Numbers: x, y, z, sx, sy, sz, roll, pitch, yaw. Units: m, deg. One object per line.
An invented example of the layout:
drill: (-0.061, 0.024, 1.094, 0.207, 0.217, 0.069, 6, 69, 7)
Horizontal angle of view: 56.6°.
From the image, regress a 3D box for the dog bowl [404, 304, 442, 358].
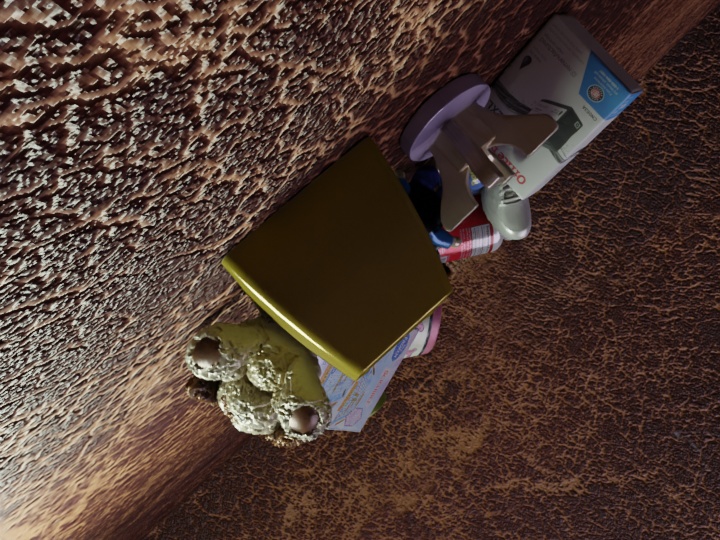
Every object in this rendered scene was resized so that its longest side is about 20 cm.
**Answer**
dog bowl: (0.096, 0.072, 1.269, 0.073, 0.203, 0.200, 4, 159, -11)

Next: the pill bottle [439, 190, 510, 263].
pill bottle: (0.184, -0.080, 1.196, 0.197, 0.114, 0.112, -13, 168, -6)

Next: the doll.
doll: (0.091, -0.085, 0.922, 0.048, 0.137, 0.200, -34, -170, 33)

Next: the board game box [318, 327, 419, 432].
board game box: (-0.023, 0.149, 1.025, 0.199, 0.041, 0.201, 22, 101, -50)

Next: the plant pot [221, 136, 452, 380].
plant pot: (-0.009, 0.010, 0.750, 0.200, 0.177, 0.200, -41, 173, -9)

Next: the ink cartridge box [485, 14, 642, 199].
ink cartridge box: (0.253, -0.221, 0.916, 0.200, 0.145, 0.083, -47, 170, 35)

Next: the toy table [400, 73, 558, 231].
toy table: (0.136, -0.151, 0.825, 0.184, 0.117, 0.200, -46, 172, 32)

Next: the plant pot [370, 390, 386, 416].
plant pot: (-0.041, 0.211, 1.393, 0.199, 0.195, 0.201, -27, -169, 6)

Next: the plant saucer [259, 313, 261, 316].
plant saucer: (-0.089, 0.088, 0.996, 0.199, 0.032, 0.203, -26, 127, -40)

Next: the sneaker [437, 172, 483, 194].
sneaker: (0.157, -0.154, 1.087, 0.081, 0.075, 0.200, -22, 179, -1)

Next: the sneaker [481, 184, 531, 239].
sneaker: (0.234, -0.150, 1.093, 0.075, 0.203, 0.081, -13, 169, -2)

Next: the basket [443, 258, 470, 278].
basket: (0.132, -0.033, 1.347, 0.149, 0.143, 0.200, -41, 172, -8)

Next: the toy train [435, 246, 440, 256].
toy train: (0.050, -0.043, 0.992, 0.085, 0.115, 0.200, -30, 176, 24)

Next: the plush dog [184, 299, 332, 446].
plush dog: (-0.129, 0.145, 0.877, 0.172, 0.199, 0.161, -56, -177, 35)
